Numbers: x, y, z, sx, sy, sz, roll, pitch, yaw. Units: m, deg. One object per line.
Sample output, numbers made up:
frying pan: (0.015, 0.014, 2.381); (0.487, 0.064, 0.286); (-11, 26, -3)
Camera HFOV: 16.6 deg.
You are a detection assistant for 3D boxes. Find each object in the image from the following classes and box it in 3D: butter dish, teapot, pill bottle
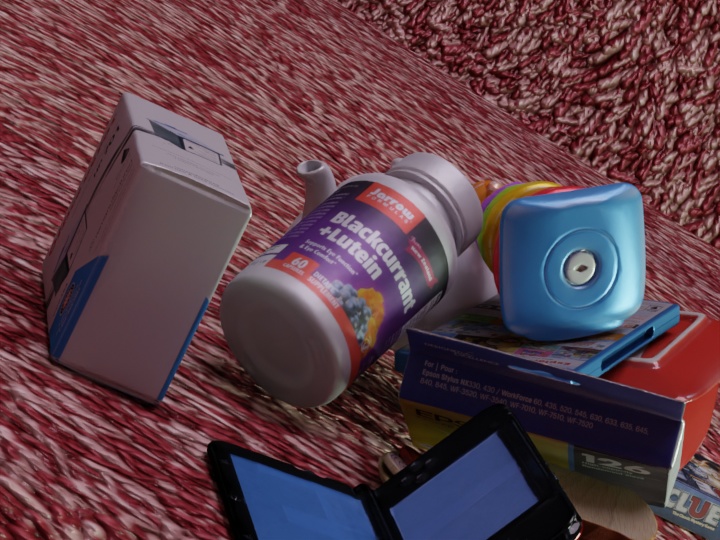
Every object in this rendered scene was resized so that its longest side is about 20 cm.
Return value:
butter dish: (0.190, 0.114, 1.907); (0.199, 0.149, 0.199); (6, 17, 25)
teapot: (0.027, -0.015, 1.959); (0.196, 0.147, 0.200); (12, 1, -7)
pill bottle: (0.000, 0.000, 1.781); (0.111, 0.112, 0.200); (32, 50, 19)

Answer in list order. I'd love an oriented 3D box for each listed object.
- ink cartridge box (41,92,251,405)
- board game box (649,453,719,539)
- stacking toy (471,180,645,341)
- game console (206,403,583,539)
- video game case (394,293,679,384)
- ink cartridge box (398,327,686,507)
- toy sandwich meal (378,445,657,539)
ink cartridge box: (-0.146, -0.019, 1.656); (0.085, 0.147, 0.200); (23, 12, -16)
board game box: (0.313, 0.202, 2.095); (0.199, 0.035, 0.136); (26, 12, -14)
stacking toy: (0.125, -0.029, 1.864); (0.115, 0.111, 0.200); (-9, 20, -19)
game console: (0.017, 0.130, 1.494); (0.119, 0.172, 0.200); (53, 3, -21)
video game case: (0.134, 0.049, 1.837); (0.142, 0.018, 0.200); (8, 18, 29)
ink cartridge box: (0.126, 0.108, 1.725); (0.196, 0.047, 0.200); (15, -13, 10)
toy sandwich meal: (0.108, 0.161, 1.678); (0.204, 0.071, 0.205); (28, 11, -6)
